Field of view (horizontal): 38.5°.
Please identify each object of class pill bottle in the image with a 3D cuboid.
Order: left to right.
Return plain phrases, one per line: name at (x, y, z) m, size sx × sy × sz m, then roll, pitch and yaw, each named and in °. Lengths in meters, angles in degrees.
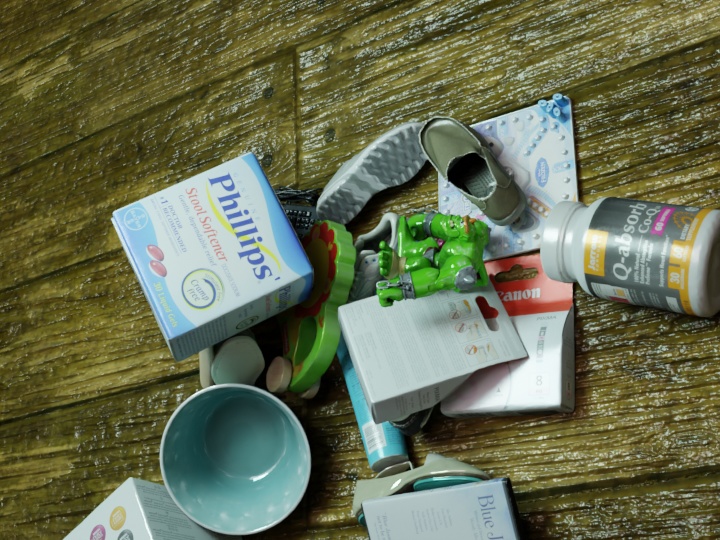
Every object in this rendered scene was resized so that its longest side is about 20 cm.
pill bottle at (0.311, -0.020, 1.160) m, size 0.197 × 0.116 × 0.118 m, roll 10°, pitch 78°, yaw 37°

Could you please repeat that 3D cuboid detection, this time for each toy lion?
toy lion at (-0.062, 0.042, 1.381) m, size 0.192 × 0.068 × 0.203 m, roll -47°, pitch 39°, yaw 40°

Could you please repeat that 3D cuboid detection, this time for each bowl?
bowl at (-0.159, 0.236, 1.372) m, size 0.197 × 0.105 × 0.205 m, roll 0°, pitch 99°, yaw 2°

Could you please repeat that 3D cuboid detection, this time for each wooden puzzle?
wooden puzzle at (-0.206, 0.048, 1.479) m, size 0.045 × 0.186 × 0.203 m, roll 1°, pitch 62°, yaw -7°

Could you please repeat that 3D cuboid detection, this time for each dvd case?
dvd case at (0.102, 0.327, 1.202) m, size 0.197 × 0.017 × 0.145 m, roll -16°, pitch 87°, yaw 29°

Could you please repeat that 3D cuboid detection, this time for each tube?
tube at (0.016, 0.159, 1.345) m, size 0.076 × 0.051 × 0.203 m, roll -13°, pitch 59°, yaw -1°

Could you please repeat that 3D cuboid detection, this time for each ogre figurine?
ogre figurine at (0.096, -0.020, 1.269) m, size 0.118 × 0.200 × 0.100 m, roll -2°, pitch 99°, yaw 18°

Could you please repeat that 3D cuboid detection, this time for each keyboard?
keyboard at (-0.124, -0.081, 1.542) m, size 0.197 × 0.039 × 0.106 m, roll 7°, pitch 77°, yaw 36°

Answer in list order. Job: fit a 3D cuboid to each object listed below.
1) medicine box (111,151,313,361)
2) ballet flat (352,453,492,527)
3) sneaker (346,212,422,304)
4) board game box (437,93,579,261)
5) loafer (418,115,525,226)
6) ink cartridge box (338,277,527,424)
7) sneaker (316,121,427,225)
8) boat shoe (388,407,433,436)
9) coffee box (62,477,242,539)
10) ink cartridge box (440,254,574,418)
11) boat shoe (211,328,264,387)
medicine box at (-0.185, -0.018, 1.303) m, size 0.197 × 0.103 × 0.184 m, roll -26°, pitch 75°, yaw -13°
ballet flat at (0.073, 0.258, 1.260) m, size 0.198 × 0.069 × 0.071 m, roll -23°, pitch 60°, yaw 28°
sneaker at (0.000, 0.000, 1.393) m, size 0.075 × 0.086 × 0.201 m, roll 42°, pitch 100°, yaw 35°
board game box at (0.184, -0.116, 1.341) m, size 0.197 × 0.026 × 0.204 m, roll -13°, pitch 64°, yaw 31°
loafer at (0.136, -0.141, 1.322) m, size 0.075 × 0.069 × 0.200 m, roll -48°, pitch 52°, yaw 9°
ink cartridge box at (0.085, 0.087, 1.263) m, size 0.196 × 0.048 × 0.161 m, roll -15°, pitch 46°, yaw -7°
sneaker at (0.014, -0.149, 1.444) m, size 0.199 × 0.075 × 0.083 m, roll -34°, pitch 30°, yaw 17°
boat shoe at (0.074, 0.111, 1.311) m, size 0.075 × 0.060 × 0.202 m, roll 3°, pitch 57°, yaw 35°
coffee box at (-0.269, 0.423, 1.347) m, size 0.199 × 0.199 × 0.199 m, roll -42°, pitch 53°, yaw 14°
ink cartridge box at (0.180, 0.075, 1.261) m, size 0.160 × 0.057 × 0.204 m, roll -8°, pitch 72°, yaw 33°
boat shoe at (-0.168, 0.129, 1.410) m, size 0.071 × 0.203 × 0.061 m, roll -3°, pitch 56°, yaw -7°
